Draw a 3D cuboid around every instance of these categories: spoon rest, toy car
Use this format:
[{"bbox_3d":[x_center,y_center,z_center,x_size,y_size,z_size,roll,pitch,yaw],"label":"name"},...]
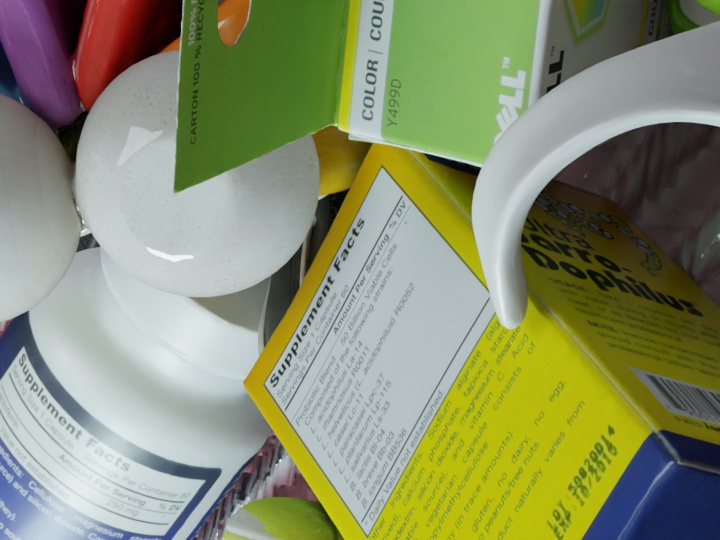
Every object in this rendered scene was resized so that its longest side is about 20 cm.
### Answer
[{"bbox_3d":[0.125,-0.045,0.702,0.199,0.061,0.100,-20,40,4],"label":"spoon rest"},{"bbox_3d":[-0.092,-0.074,0.858,0.175,0.198,0.151,-62,-36,-71],"label":"toy car"}]

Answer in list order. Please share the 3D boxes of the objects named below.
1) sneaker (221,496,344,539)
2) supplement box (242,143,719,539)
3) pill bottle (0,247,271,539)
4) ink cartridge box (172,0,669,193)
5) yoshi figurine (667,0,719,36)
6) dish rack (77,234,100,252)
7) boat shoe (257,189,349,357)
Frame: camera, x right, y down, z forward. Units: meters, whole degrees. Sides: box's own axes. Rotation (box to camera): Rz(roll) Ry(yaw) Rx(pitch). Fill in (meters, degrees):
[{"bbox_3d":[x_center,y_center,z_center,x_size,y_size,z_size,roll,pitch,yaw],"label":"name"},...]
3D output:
[{"bbox_3d":[0.006,0.155,0.867,0.200,0.075,0.106,-152,68,-63],"label":"sneaker"},{"bbox_3d":[0.064,0.057,0.779,0.109,0.109,0.200,-60,37,18],"label":"supplement box"},{"bbox_3d":[-0.104,0.064,1.010,0.200,0.115,0.116,-52,39,27],"label":"pill bottle"},{"bbox_3d":[0.028,-0.103,0.740,0.075,0.200,0.149,15,111,25],"label":"ink cartridge box"},{"bbox_3d":[0.149,-0.154,0.751,0.112,0.111,0.201,35,108,48],"label":"yoshi figurine"},{"bbox_3d":[-0.116,-0.090,1.147,0.154,0.054,0.200,-62,34,14],"label":"dish rack"},{"bbox_3d":[0.000,0.000,0.932,0.057,0.066,0.201,-46,39,41],"label":"boat shoe"}]
